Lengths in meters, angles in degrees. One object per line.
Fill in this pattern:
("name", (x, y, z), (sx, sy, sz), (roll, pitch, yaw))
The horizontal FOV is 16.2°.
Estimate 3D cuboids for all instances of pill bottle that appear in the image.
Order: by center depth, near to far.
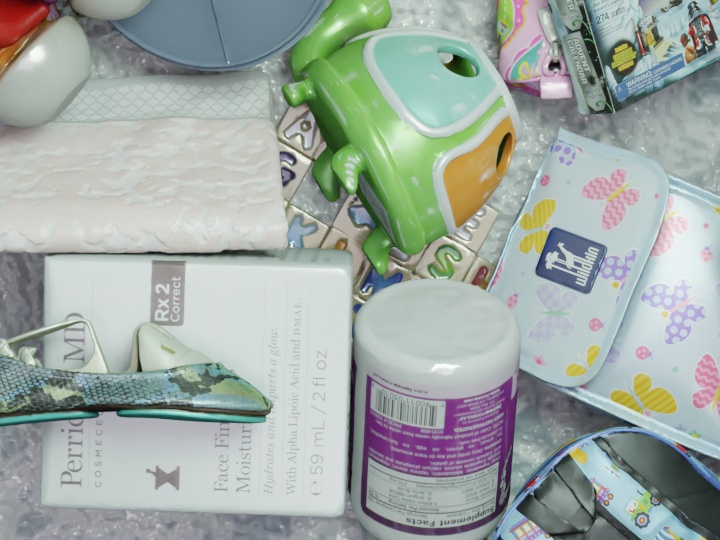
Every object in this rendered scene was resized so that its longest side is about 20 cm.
("pill bottle", (0.047, 0.116, 1.692), (0.111, 0.113, 0.201), (1, 122, -3))

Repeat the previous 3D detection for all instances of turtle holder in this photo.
("turtle holder", (0.027, -0.101, 1.706), (0.131, 0.186, 0.142), (-29, 122, -5))

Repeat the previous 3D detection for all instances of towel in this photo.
("towel", (-0.150, -0.073, 1.673), (0.198, 0.192, 0.032), (-1, 126, -3))

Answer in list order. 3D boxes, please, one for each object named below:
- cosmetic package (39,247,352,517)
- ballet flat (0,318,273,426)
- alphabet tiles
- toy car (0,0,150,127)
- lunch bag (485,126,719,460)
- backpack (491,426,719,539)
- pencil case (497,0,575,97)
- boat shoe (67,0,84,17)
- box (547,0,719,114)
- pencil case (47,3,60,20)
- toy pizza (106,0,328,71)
("cosmetic package", (-0.105, 0.068, 1.680), (0.198, 0.165, 0.166), (1, 94, 0))
("ballet flat", (-0.153, 0.063, 1.563), (0.198, 0.074, 0.075), (-1, 92, -3))
("alphabet tiles", (0.000, 0.000, 1.766), (0.199, 0.008, 0.168), (29, 90, -3))
("toy car", (-0.228, -0.197, 1.585), (0.175, 0.150, 0.200), (40, 99, 1))
("lunch bag", (0.190, 0.018, 1.718), (0.199, 0.127, 0.171), (26, 89, 0))
("backpack", (0.177, 0.198, 1.704), (0.200, 0.135, 0.183), (43, 91, -14))
("pencil case", (0.133, -0.216, 1.718), (0.087, 0.087, 0.202), (1, 91, -3))
("boat shoe", (-0.143, -0.264, 1.716), (0.068, 0.072, 0.200), (44, 92, -5))
("box", (0.210, -0.203, 1.693), (0.199, 0.040, 0.138), (-28, 107, -31))
("pencil case", (-0.298, -0.145, 1.706), (0.199, 0.087, 0.088), (-25, 93, -1))
("toy pizza", (-0.103, -0.228, 1.645), (0.199, 0.032, 0.202), (8, 116, 17))
